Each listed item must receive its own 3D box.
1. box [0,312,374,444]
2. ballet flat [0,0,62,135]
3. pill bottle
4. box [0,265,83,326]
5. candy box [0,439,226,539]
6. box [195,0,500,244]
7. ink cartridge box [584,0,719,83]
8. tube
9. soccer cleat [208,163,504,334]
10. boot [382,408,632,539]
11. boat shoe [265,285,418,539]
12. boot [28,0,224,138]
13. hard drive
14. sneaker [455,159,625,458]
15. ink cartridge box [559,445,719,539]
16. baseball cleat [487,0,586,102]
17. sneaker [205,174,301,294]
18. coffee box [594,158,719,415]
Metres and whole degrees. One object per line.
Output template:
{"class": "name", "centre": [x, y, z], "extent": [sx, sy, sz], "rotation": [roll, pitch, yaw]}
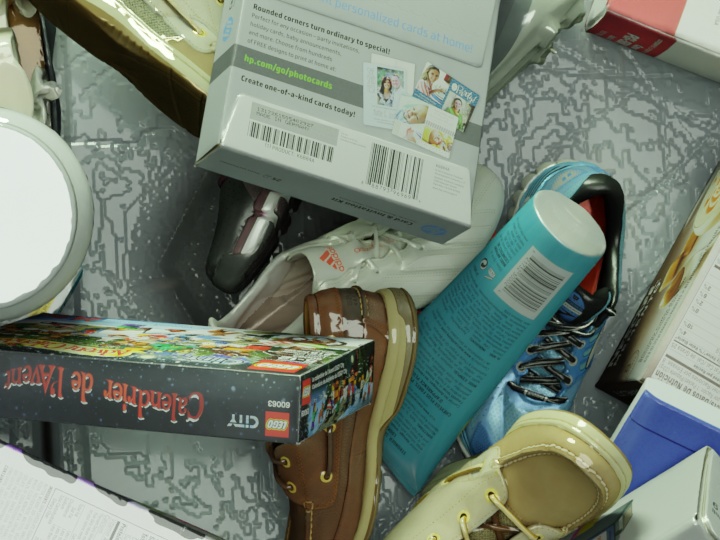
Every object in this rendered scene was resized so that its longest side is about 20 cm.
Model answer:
{"class": "box", "centre": [-0.106, 0.056, 1.531], "extent": [0.199, 0.137, 0.038], "rotation": [4, 97, 16]}
{"class": "ballet flat", "centre": [-0.208, -0.140, 1.650], "extent": [0.073, 0.073, 0.201], "rotation": [-8, 86, -7]}
{"class": "pill bottle", "centre": [-0.201, -0.030, 1.520], "extent": [0.114, 0.200, 0.115], "rotation": [0, 91, -6]}
{"class": "box", "centre": [-0.266, -0.017, 1.642], "extent": [0.200, 0.049, 0.082], "rotation": [31, 83, -3]}
{"class": "candy box", "centre": [-0.154, 0.153, 1.580], "extent": [0.200, 0.168, 0.072], "rotation": [25, 84, -4]}
{"class": "box", "centre": [-0.001, -0.132, 1.582], "extent": [0.155, 0.041, 0.201], "rotation": [17, 69, -22]}
{"class": "ink cartridge box", "centre": [0.254, -0.178, 1.698], "extent": [0.199, 0.083, 0.147], "rotation": [21, 83, -4]}
{"class": "tube", "centre": [0.061, 0.039, 1.628], "extent": [0.077, 0.050, 0.200], "rotation": [49, 120, 15]}
{"class": "soccer cleat", "centre": [0.000, 0.000, 1.649], "extent": [0.200, 0.078, 0.069], "rotation": [-39, 48, -6]}
{"class": "boot", "centre": [0.055, 0.160, 1.567], "extent": [0.073, 0.200, 0.155], "rotation": [48, 59, -8]}
{"class": "boat shoe", "centre": [-0.023, 0.100, 1.624], "extent": [0.067, 0.072, 0.201], "rotation": [8, 109, -18]}
{"class": "boot", "centre": [-0.077, -0.164, 1.617], "extent": [0.200, 0.072, 0.155], "rotation": [38, 71, 7]}
{"class": "hard drive", "centre": [0.177, 0.169, 1.629], "extent": [0.132, 0.025, 0.200], "rotation": [25, 119, -3]}
{"class": "sneaker", "centre": [0.106, 0.029, 1.655], "extent": [0.078, 0.090, 0.201], "rotation": [15, 84, -14]}
{"class": "ink cartridge box", "centre": [0.158, 0.215, 1.592], "extent": [0.200, 0.088, 0.145], "rotation": [-35, 106, 25]}
{"class": "baseball cleat", "centre": [0.041, -0.127, 1.672], "extent": [0.106, 0.070, 0.200], "rotation": [43, 61, 12]}
{"class": "sneaker", "centre": [-0.077, -0.092, 1.666], "extent": [0.115, 0.076, 0.200], "rotation": [23, 74, 3]}
{"class": "coffee box", "centre": [0.228, -0.001, 1.664], "extent": [0.080, 0.114, 0.200], "rotation": [30, 83, -4]}
